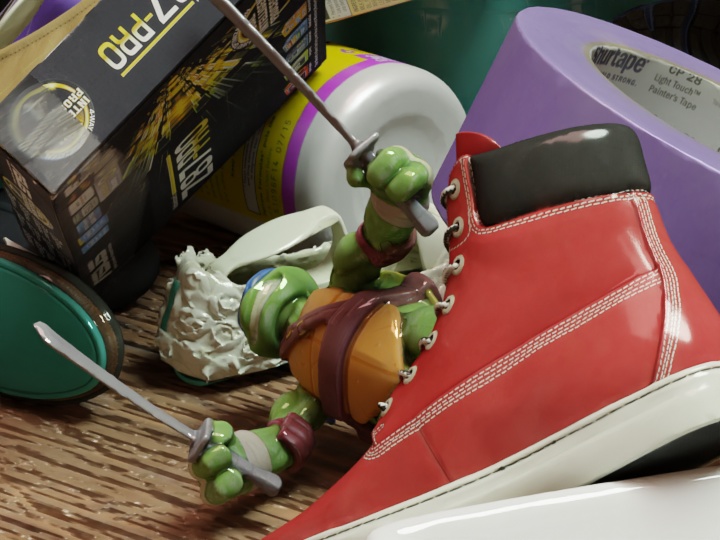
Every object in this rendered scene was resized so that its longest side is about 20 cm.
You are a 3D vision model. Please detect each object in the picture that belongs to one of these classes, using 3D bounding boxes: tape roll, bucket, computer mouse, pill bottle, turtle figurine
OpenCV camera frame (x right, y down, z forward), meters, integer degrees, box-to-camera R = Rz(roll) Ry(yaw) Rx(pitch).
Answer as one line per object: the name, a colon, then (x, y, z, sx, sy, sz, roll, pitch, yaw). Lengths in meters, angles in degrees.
tape roll: (0.135, -0.026, 1.197, 0.200, 0.085, 0.200, 24, 18, -8)
bucket: (0.073, -0.129, 1.502, 0.206, 0.135, 0.207, -1, 23, 1)
computer mouse: (-0.192, -0.016, 1.326, 0.199, 0.059, 0.034, 8, 29, -3)
pill bottle: (-0.046, -0.068, 1.406, 0.104, 0.105, 0.200, -20, 28, -37)
turtle figurine: (-0.007, 0.030, 1.104, 0.194, 0.200, 0.144, 24, 61, 38)

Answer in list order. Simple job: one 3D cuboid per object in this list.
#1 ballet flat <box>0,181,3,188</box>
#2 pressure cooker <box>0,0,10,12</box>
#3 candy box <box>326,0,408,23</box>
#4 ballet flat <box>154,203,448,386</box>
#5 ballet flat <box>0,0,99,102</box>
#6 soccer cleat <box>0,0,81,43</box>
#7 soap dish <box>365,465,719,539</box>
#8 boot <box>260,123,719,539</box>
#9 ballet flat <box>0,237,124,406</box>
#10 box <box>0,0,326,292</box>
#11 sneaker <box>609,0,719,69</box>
ballet flat: (-0.160, -0.052, 1.378, 0.200, 0.067, 0.067, -29, 4, 4)
pressure cooker: (-0.185, -0.199, 1.659, 0.178, 0.176, 0.200, -1, 25, -5)
candy box: (-0.014, -0.169, 1.388, 0.199, 0.055, 0.116, -15, 31, 11)
ballet flat: (0.000, 0.000, 1.287, 0.200, 0.072, 0.072, -15, 25, -30)
ballet flat: (-0.110, -0.124, 1.310, 0.200, 0.063, 0.069, -37, -16, 3)
soccer cleat: (-0.180, -0.085, 1.426, 0.073, 0.068, 0.200, -41, 4, -39)
soap dish: (0.105, 0.131, 0.923, 0.199, 0.081, 0.157, -9, 22, -14)
boot: (0.029, 0.034, 1.027, 0.200, 0.145, 0.072, -29, -23, 15)
ballet flat: (-0.177, 0.013, 1.277, 0.199, 0.068, 0.068, 9, 16, 27)
box: (-0.084, -0.078, 1.225, 0.161, 0.049, 0.200, -44, -8, -10)
sneaker: (0.186, -0.083, 1.420, 0.200, 0.076, 0.078, 19, -10, -39)
